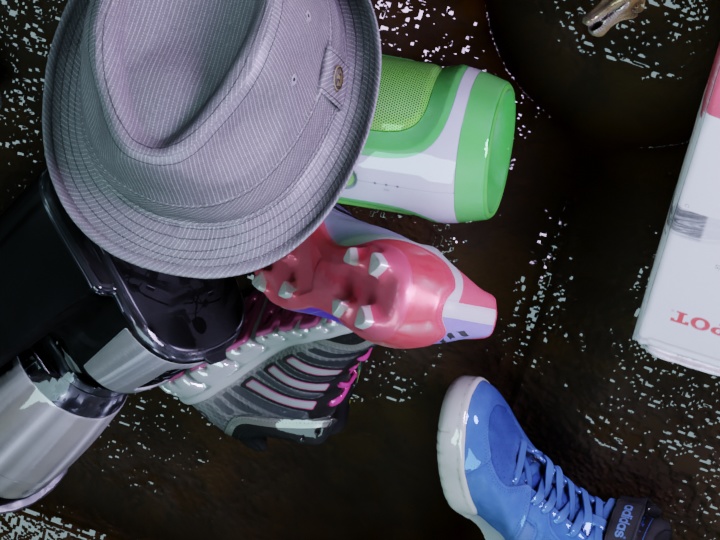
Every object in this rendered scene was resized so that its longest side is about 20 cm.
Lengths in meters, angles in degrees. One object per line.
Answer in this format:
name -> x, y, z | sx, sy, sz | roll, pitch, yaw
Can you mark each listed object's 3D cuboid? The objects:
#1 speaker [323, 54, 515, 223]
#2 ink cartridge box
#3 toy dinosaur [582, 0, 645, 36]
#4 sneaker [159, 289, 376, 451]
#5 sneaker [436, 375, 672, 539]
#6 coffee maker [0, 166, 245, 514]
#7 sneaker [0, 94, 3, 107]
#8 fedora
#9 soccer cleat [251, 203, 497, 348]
speaker -> -0.022, -0.078, 1.563 | 0.199, 0.089, 0.089 | 9, 130, 12
ink cartridge box -> 0.234, -0.035, 1.511 | 0.145, 0.085, 0.201 | 17, 129, 5
toy dinosaur -> 0.170, -0.187, 1.439 | 0.101, 0.058, 0.200 | 31, 138, -33
sneaker -> -0.020, 0.048, 1.676 | 0.199, 0.074, 0.087 | -26, 119, 36
sneaker -> 0.120, 0.136, 1.690 | 0.111, 0.077, 0.201 | 0, 132, 27
coffee maker -> -0.188, 0.014, 1.661 | 0.192, 0.135, 0.200 | 43, 126, -11
sneaker -> -0.297, -0.096, 1.653 | 0.199, 0.074, 0.116 | -12, 120, 25
fedora -> -0.082, -0.104, 1.488 | 0.176, 0.201, 0.090 | 18, 170, 14
soccer cleat -> 0.000, 0.000, 1.581 | 0.076, 0.200, 0.067 | 15, 96, -27
